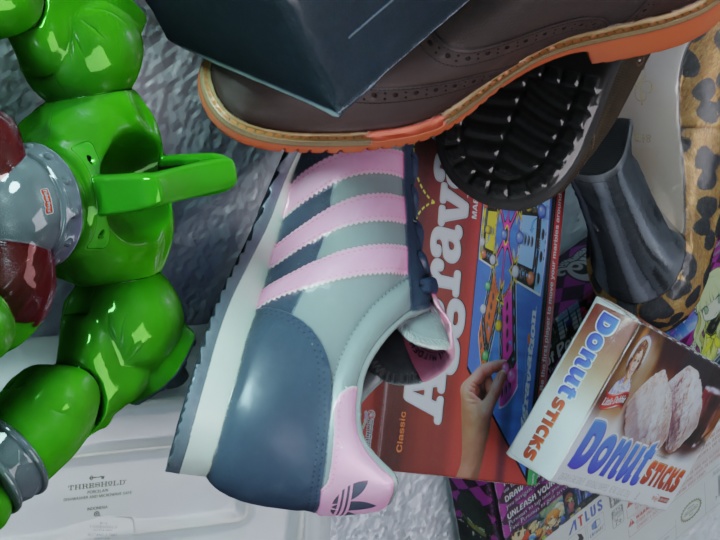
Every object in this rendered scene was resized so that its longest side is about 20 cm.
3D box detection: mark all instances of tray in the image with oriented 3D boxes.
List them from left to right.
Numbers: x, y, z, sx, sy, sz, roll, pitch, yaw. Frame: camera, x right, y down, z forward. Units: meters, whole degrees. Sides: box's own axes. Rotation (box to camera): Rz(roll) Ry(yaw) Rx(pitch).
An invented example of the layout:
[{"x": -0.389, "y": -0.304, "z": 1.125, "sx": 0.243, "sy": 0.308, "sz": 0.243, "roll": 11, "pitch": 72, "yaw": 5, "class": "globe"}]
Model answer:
[{"x": -0.096, "y": 0.076, "z": 0.775, "sx": 0.199, "sy": 0.022, "sz": 0.108, "roll": -4, "pitch": 111, "yaw": -24, "class": "tray"}]

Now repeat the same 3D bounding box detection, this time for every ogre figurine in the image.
[{"x": -0.109, "y": -0.017, "z": 0.699, "sx": 0.120, "sy": 0.098, "sz": 0.201, "roll": -15, "pitch": 80, "yaw": -44, "class": "ogre figurine"}]

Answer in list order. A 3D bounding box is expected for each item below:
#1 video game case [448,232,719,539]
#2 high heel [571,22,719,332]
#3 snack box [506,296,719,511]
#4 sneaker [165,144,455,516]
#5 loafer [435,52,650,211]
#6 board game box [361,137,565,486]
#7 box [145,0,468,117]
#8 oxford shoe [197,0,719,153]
[{"x": 0.122, "y": 0.063, "z": 1.033, "sx": 0.200, "sy": 0.036, "sz": 0.182, "roll": -35, "pitch": 132, "yaw": -28, "class": "video game case"}, {"x": 0.144, "y": -0.077, "z": 0.954, "sx": 0.200, "sy": 0.071, "sz": 0.143, "roll": -62, "pitch": 149, "yaw": -24, "class": "high heel"}, {"x": 0.115, "y": 0.060, "z": 0.932, "sx": 0.072, "sy": 0.024, "sz": 0.200, "roll": -60, "pitch": 157, "yaw": 3, "class": "snack box"}, {"x": 0.000, "y": 0.000, "z": 0.774, "sx": 0.070, "sy": 0.082, "sz": 0.200, "roll": 110, "pitch": 2, "yaw": -59, "class": "sneaker"}, {"x": 0.089, "y": -0.113, "z": 0.842, "sx": 0.200, "sy": 0.073, "sz": 0.071, "roll": -59, "pitch": 169, "yaw": -3, "class": "loafer"}, {"x": 0.043, "y": -0.019, "z": 0.869, "sx": 0.103, "sy": 0.019, "sz": 0.201, "roll": 11, "pitch": 83, "yaw": -47, "class": "board game box"}, {"x": -0.022, "y": -0.177, "z": 0.671, "sx": 0.148, "sy": 0.107, "sz": 0.200, "roll": -41, "pitch": 126, "yaw": -18, "class": "box"}, {"x": 0.038, "y": -0.099, "z": 0.749, "sx": 0.199, "sy": 0.071, "sz": 0.073, "roll": -21, "pitch": 155, "yaw": -12, "class": "oxford shoe"}]
